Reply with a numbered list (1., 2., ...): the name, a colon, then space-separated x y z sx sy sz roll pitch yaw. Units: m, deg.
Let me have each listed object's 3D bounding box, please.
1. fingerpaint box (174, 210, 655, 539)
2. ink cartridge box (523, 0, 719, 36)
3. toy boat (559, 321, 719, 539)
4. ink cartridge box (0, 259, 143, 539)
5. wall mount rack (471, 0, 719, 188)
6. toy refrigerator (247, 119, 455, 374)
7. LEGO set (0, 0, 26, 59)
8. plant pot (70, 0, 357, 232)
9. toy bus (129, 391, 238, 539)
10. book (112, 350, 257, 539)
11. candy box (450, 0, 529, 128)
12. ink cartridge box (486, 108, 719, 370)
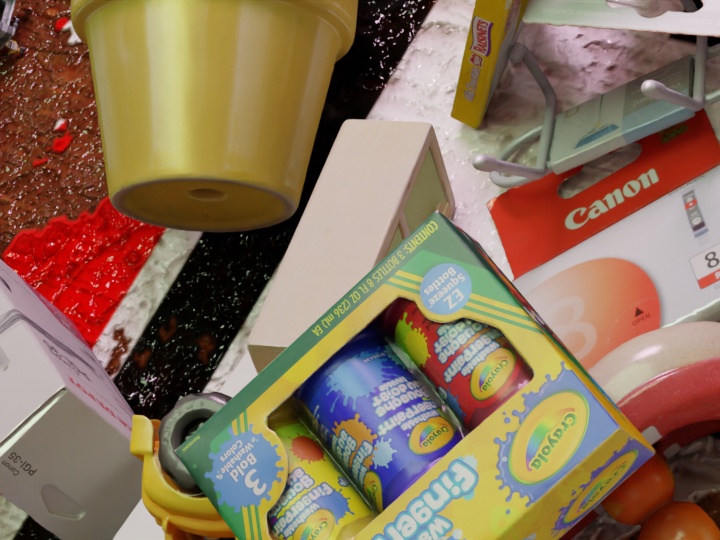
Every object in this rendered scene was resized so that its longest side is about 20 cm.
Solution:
1. fingerpaint box: 0.027 0.098 1.359 0.200 0.073 0.167 -42 64 6
2. ink cartridge box: 0.209 -0.201 1.576 0.162 0.050 0.200 7 51 23
3. toy boat: 0.159 0.123 1.419 0.200 0.130 0.131 -40 75 7
4. ink cartridge box: -0.222 0.082 1.684 0.083 0.147 0.200 -42 45 1
5. wall mount rack: 0.149 -0.107 1.571 0.200 0.075 0.174 -24 26 24
6. toy refrigerator: 0.000 0.000 1.593 0.070 0.076 0.200 3 46 22
7. LEGO set: -0.334 -0.163 1.992 0.154 0.116 0.201 -44 31 46
8. plant pot: -0.102 -0.133 1.730 0.200 0.201 0.190 -9 71 31
9. toy bus: -0.039 0.176 1.483 0.199 0.136 0.193 4 79 19
10. book: -0.050 0.130 1.604 0.133 0.048 0.200 26 77 38
11. candy box: 0.094 -0.176 1.619 0.026 0.200 0.102 24 70 6
12. ink cartridge box: 0.160 -0.020 1.547 0.162 0.050 0.200 -30 49 15
